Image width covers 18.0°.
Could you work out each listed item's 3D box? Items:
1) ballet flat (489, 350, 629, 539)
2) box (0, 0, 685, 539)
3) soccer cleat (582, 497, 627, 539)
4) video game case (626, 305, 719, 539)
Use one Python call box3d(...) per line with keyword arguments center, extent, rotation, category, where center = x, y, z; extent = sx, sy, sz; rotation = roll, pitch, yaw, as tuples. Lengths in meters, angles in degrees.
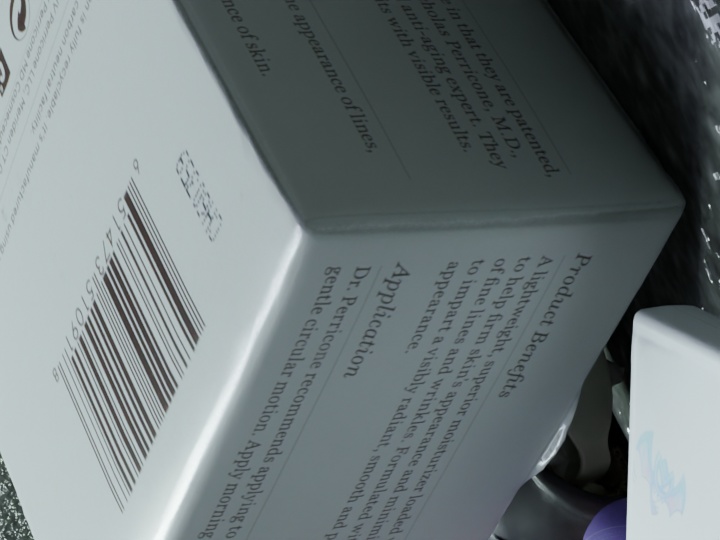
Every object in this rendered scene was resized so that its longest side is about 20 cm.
box3d(center=(0.048, 0.004, 0.789), extent=(0.073, 0.073, 0.201), rotation=(105, 147, -77), category="ballet flat")
box3d(center=(-0.032, -0.014, 0.716), extent=(0.200, 0.130, 0.199), rotation=(60, 139, 36), category="box")
box3d(center=(0.121, 0.114, 0.658), extent=(0.200, 0.066, 0.077), rotation=(-117, 38, -58), category="soccer cleat")
box3d(center=(0.112, 0.117, 0.542), extent=(0.200, 0.024, 0.183), rotation=(-149, 57, -68), category="video game case")
